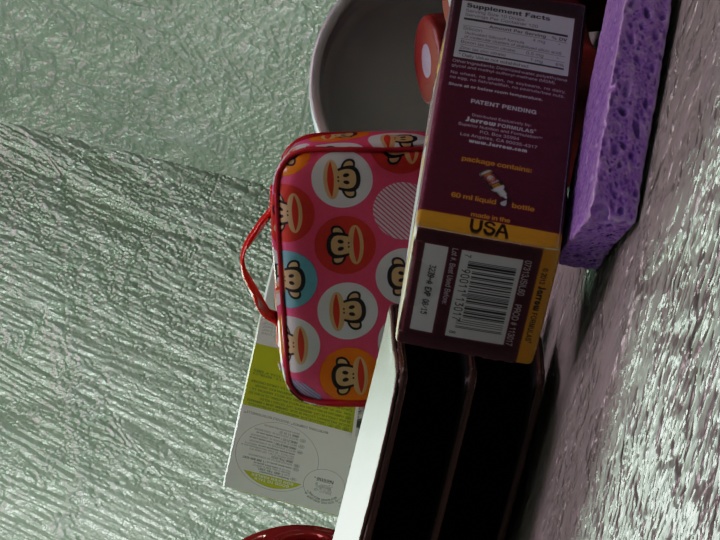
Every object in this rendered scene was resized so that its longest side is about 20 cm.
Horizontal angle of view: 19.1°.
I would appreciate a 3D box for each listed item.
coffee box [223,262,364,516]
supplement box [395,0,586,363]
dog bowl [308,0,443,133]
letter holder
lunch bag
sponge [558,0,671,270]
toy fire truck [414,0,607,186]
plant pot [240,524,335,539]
[{"bbox_3d":[-0.005,0.096,2.013,0.200,0.199,0.199,-78,1,-58],"label":"coffee box"},{"bbox_3d":[0.079,-0.060,1.283,0.111,0.085,0.201,99,-179,-50],"label":"supplement box"},{"bbox_3d":[0.059,-0.139,1.652,0.079,0.199,0.202,137,146,-87],"label":"dog bowl"},{"bbox_3d":[0.045,0.145,1.335,0.142,0.100,0.201,-87,10,-73],"label":"letter holder"},{"bbox_3d":[0.000,0.000,1.562,0.082,0.175,0.202,-90,-1,-78],"label":"lunch bag"},{"bbox_3d":[0.149,-0.107,1.213,0.112,0.030,0.201,104,177,-75],"label":"sponge"},{"bbox_3d":[0.116,-0.127,1.474,0.200,0.111,0.169,110,152,-58],"label":"toy fire truck"},{"bbox_3d":[-0.038,0.300,1.613,0.182,0.199,0.202,178,105,-82],"label":"plant pot"}]
